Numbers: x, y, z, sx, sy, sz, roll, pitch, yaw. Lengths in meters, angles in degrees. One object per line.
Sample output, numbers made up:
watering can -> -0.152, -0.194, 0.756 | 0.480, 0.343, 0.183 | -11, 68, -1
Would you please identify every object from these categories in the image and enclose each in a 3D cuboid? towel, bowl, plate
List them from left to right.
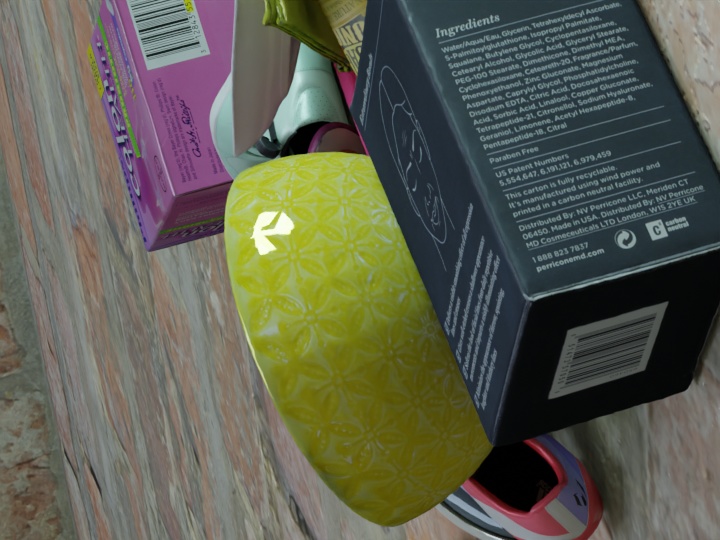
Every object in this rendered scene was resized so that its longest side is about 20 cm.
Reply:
plate -> -0.045, -0.197, 1.646 | 0.200, 0.032, 0.200 | 96, -175, -61
towel -> -0.033, -0.159, 1.488 | 0.200, 0.018, 0.086 | 14, -120, -78
bowl -> 0.027, 0.019, 1.388 | 0.200, 0.108, 0.200 | 52, -155, -36

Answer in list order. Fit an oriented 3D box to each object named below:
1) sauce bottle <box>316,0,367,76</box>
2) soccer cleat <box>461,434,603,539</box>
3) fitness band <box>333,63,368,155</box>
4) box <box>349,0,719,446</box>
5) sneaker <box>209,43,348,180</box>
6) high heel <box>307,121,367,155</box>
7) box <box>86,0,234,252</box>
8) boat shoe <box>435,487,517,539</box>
sauce bottle -> 0.031, -0.108, 1.444 | 0.200, 0.066, 0.066 | 61, 169, -10
soccer cleat -> 0.051, 0.082, 1.505 | 0.200, 0.067, 0.076 | 39, 175, 28
fitness band -> 0.013, -0.131, 1.600 | 0.144, 0.037, 0.200 | 103, 152, -60
box -> 0.081, -0.047, 1.267 | 0.148, 0.107, 0.200 | 98, 153, -61
sneaker -> -0.054, -0.080, 1.860 | 0.200, 0.074, 0.118 | 101, 157, -58
high heel -> -0.011, -0.027, 1.740 | 0.096, 0.067, 0.200 | -127, 19, -50
box -> -0.135, -0.127, 2.114 | 0.200, 0.097, 0.176 | 130, 123, -75
boat shoe -> 0.058, 0.080, 1.573 | 0.200, 0.073, 0.062 | 53, 150, 41
